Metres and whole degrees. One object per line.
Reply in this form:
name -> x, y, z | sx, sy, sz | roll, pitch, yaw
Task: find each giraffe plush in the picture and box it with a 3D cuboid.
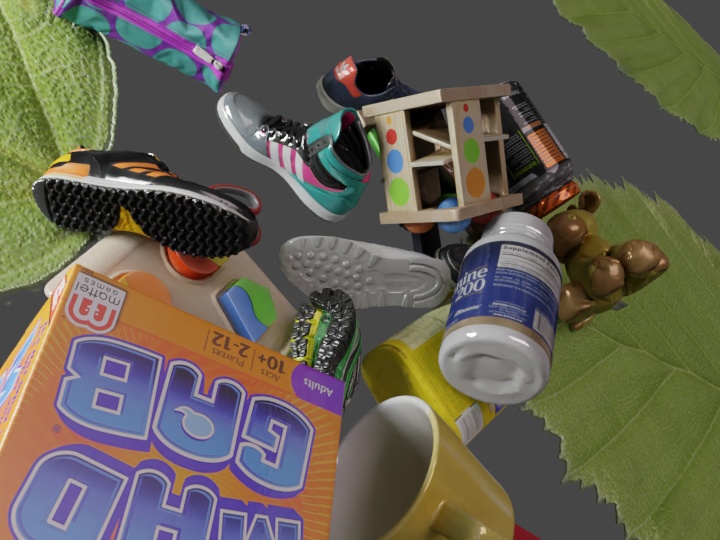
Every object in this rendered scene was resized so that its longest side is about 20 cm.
giraffe plush -> 0.327, -0.026, 1.046 | 0.163, 0.172, 0.200 | 61, 7, 21

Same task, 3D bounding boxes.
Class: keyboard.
keyboard -> 0.067, -0.084, 0.968 | 0.104, 0.039, 0.201 | 40, 36, -48

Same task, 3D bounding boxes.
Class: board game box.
board game box -> -0.153, 0.159, 0.467 | 0.199, 0.200, 0.201 | 28, 47, -25

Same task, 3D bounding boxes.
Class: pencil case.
pencil case -> -0.226, -0.273, 0.787 | 0.199, 0.085, 0.093 | 20, 24, -30

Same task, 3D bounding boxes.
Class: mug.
mug -> 0.065, 0.229, 0.654 | 0.153, 0.149, 0.187 | 41, 17, -25

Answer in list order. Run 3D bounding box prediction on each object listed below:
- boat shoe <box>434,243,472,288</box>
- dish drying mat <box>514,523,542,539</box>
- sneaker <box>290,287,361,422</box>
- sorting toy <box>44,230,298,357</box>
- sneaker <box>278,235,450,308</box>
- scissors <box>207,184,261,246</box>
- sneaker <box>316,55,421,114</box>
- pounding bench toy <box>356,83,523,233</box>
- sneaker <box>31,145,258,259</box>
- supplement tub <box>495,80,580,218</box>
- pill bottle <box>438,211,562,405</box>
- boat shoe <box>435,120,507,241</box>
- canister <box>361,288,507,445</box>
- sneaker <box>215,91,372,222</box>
boat shoe -> 0.183, -0.003, 0.970 | 0.199, 0.066, 0.075 | 20, 52, -38
dish drying mat -> 0.170, 0.315, 0.785 | 0.200, 0.018, 0.077 | 34, 44, -18
sneaker -> -0.034, 0.122, 0.692 | 0.085, 0.078, 0.201 | 60, 41, -50
sorting toy -> -0.153, 0.032, 0.668 | 0.200, 0.036, 0.185 | 47, 44, -9
sneaker -> 0.000, 0.000, 0.819 | 0.199, 0.077, 0.081 | 11, 12, -20
scissors -> -0.184, -0.064, 0.736 | 0.199, 0.014, 0.074 | 5, 62, -38
sneaker -> 0.037, -0.252, 1.008 | 0.199, 0.084, 0.075 | -6, 66, -44
pounding bench toy -> 0.073, -0.126, 0.870 | 0.124, 0.199, 0.157 | -16, 102, -40
sneaker -> -0.183, -0.074, 0.653 | 0.199, 0.070, 0.090 | 10, 45, 2
supplement tub -> 0.242, -0.177, 1.111 | 0.122, 0.122, 0.201 | -23, 80, -47
pill bottle -> 0.154, 0.032, 0.769 | 0.111, 0.111, 0.201 | 37, 45, -16
boat shoe -> 0.133, -0.105, 0.997 | 0.074, 0.075, 0.200 | -44, 108, -31
canister -> 0.109, 0.109, 0.822 | 0.200, 0.086, 0.149 | -27, 81, -47
sneaker -> -0.062, -0.153, 0.823 | 0.200, 0.121, 0.084 | 40, 43, -13
